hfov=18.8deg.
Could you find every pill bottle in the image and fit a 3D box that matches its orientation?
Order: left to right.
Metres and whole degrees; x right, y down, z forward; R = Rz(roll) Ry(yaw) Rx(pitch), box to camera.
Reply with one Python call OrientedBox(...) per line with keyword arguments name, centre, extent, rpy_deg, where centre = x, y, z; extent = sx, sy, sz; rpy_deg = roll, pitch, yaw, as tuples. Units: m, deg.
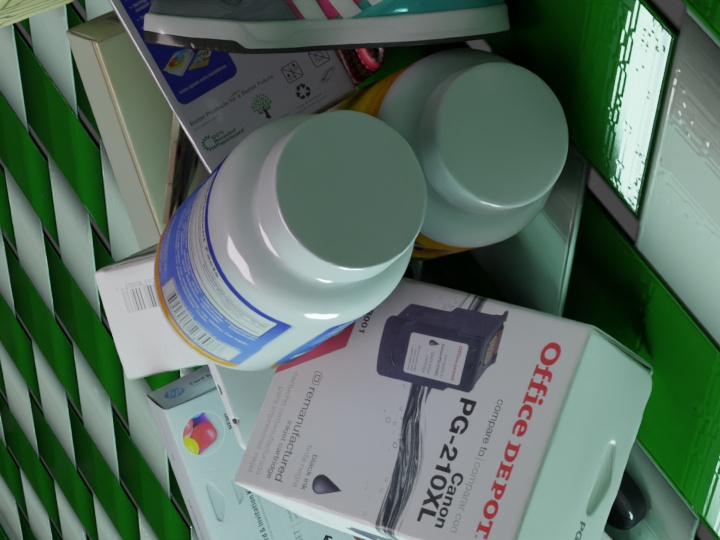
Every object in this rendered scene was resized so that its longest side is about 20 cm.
OrientedBox(name="pill bottle", centre=(-0.036, -0.018, 1.159), extent=(0.113, 0.111, 0.200), rpy_deg=(63, 156, 4))
OrientedBox(name="pill bottle", centre=(0.042, -0.063, 1.233), extent=(0.110, 0.109, 0.200), rpy_deg=(66, 160, -3))

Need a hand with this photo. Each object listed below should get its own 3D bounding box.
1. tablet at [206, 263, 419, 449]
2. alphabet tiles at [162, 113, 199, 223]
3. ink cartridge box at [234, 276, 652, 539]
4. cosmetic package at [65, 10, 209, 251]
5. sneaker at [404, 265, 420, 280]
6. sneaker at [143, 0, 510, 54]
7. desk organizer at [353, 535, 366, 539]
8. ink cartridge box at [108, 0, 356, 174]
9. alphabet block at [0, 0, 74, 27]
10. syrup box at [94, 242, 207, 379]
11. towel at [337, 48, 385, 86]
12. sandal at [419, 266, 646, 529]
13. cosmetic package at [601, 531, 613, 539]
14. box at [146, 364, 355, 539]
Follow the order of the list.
OrientedBox(name="tablet", centre=(-0.032, 0.017, 1.405), extent=(0.014, 0.200, 0.131), rpy_deg=(-8, 108, 44))
OrientedBox(name="alphabet tiles", centre=(-0.113, -0.133, 1.507), extent=(0.167, 0.006, 0.201), rpy_deg=(-78, -3, -55))
OrientedBox(name="ink cartridge box", centre=(0.047, 0.089, 1.239), extent=(0.199, 0.146, 0.084), rpy_deg=(14, 168, 37))
OrientedBox(name="cosmetic package", centre=(-0.140, -0.105, 1.659), extent=(0.073, 0.103, 0.202), rpy_deg=(24, 137, 60))
OrientedBox(name="sneaker", centre=(0.000, 0.000, 1.366), extent=(0.073, 0.199, 0.081), rpy_deg=(17, 92, 45))
OrientedBox(name="sneaker", centre=(-0.021, -0.179, 1.170), extent=(0.084, 0.198, 0.122), rpy_deg=(-115, 21, -83))
OrientedBox(name="desk organizer", centre=(0.064, 0.206, 1.360), extent=(0.201, 0.071, 0.077), rpy_deg=(57, 172, -7))
OrientedBox(name="ink cartridge box", centre=(-0.093, -0.163, 1.234), extent=(0.201, 0.099, 0.039), rpy_deg=(61, 177, -2))
OrientedBox(name="alphabet block", centre=(-0.229, -0.290, 1.518), extent=(0.197, 0.195, 0.200), rpy_deg=(70, 160, -2))
OrientedBox(name="syrup box", centre=(-0.089, 0.006, 1.508), extent=(0.078, 0.200, 0.082), rpy_deg=(-12, 99, 31))
OrientedBox(name="towel", centre=(-0.053, -0.165, 1.310), extent=(0.146, 0.022, 0.200), rpy_deg=(63, 160, -3))
OrientedBox(name="sandal", centre=(0.110, 0.073, 1.338), extent=(0.200, 0.045, 0.075), rpy_deg=(47, 163, 7))
OrientedBox(name="cosmetic package", centre=(0.106, 0.170, 1.395), extent=(0.200, 0.052, 0.151), rpy_deg=(47, 169, 41))
OrientedBox(name="box", centre=(-0.030, 0.115, 1.498), extent=(0.041, 0.199, 0.157), rpy_deg=(25, 137, 60))
